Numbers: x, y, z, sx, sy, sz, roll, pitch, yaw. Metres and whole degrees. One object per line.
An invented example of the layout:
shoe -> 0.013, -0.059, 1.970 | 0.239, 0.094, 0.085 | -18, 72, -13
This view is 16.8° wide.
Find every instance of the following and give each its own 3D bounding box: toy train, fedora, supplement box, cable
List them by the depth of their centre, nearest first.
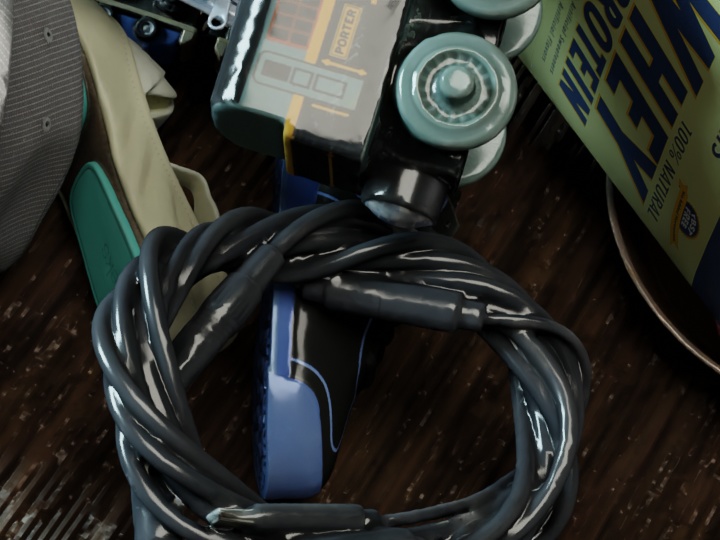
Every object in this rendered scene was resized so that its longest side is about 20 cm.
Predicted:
cable -> -0.004, 0.047, 0.922 | 0.200, 0.051, 0.163 | -8, 63, -26
toy train -> 0.017, -0.119, 0.941 | 0.114, 0.085, 0.200 | 16, 79, 2
fedora -> -0.173, -0.064, 0.976 | 0.090, 0.177, 0.201 | 7, 78, -47
supplement box -> 0.191, -0.118, 1.029 | 0.200, 0.134, 0.200 | -19, 59, -26
toy train -> -0.041, -0.087, 1.070 | 0.200, 0.034, 0.046 | 19, 78, -1

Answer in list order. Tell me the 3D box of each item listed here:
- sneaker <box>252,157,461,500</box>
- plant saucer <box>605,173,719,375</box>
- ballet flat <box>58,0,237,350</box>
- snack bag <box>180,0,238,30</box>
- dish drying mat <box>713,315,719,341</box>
sneaker -> 0.000, 0.000, 0.998 | 0.078, 0.070, 0.201 | 8, 69, -6
plant saucer -> 0.201, -0.017, 1.079 | 0.200, 0.037, 0.201 | 5, 60, -9
ballet flat -> -0.100, -0.048, 1.021 | 0.069, 0.070, 0.200 | -14, 67, -19
snack bag -> -0.043, -0.144, 1.054 | 0.200, 0.021, 0.189 | 26, 26, 3
dish drying mat -> 0.245, 0.015, 1.040 | 0.199, 0.018, 0.077 | -4, 61, -15
